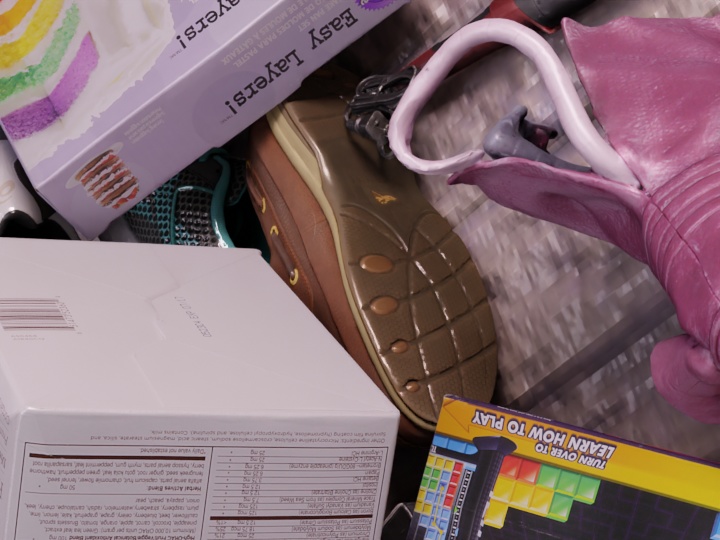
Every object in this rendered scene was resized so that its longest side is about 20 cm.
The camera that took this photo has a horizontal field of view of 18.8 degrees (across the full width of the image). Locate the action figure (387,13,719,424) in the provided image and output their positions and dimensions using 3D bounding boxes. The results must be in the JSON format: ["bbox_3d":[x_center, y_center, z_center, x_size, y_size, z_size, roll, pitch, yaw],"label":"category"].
[{"bbox_3d":[0.124,-0.022,0.756,0.134,0.148,0.200,-56,37,22],"label":"action figure"}]

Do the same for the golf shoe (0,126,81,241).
[{"bbox_3d":[-0.160,0.023,1.044,0.095,0.077,0.201,-123,14,-48],"label":"golf shoe"}]

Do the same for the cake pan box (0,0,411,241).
[{"bbox_3d":[-0.087,-0.136,0.983,0.200,0.052,0.185,-36,51,4],"label":"cake pan box"}]

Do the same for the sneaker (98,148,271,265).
[{"bbox_3d":[-0.080,-0.032,1.039,0.091,0.077,0.201,-38,63,21],"label":"sneaker"}]

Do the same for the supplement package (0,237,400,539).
[{"bbox_3d":[-0.094,0.112,0.872,0.191,0.146,0.201,-134,50,-63],"label":"supplement package"}]

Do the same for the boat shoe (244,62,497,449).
[{"bbox_3d":[-0.001,0.000,0.942,0.068,0.072,0.201,-55,45,37],"label":"boat shoe"}]

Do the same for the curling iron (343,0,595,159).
[{"bbox_3d":[0.068,-0.100,0.895,0.199,0.026,0.050,-28,33,35],"label":"curling iron"}]

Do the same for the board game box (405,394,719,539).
[{"bbox_3d":[0.099,0.148,0.786,0.199,0.057,0.166,12,83,38],"label":"board game box"}]

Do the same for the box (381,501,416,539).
[{"bbox_3d":[0.019,0.219,0.919,0.200,0.049,0.160,-55,54,30],"label":"box"}]
